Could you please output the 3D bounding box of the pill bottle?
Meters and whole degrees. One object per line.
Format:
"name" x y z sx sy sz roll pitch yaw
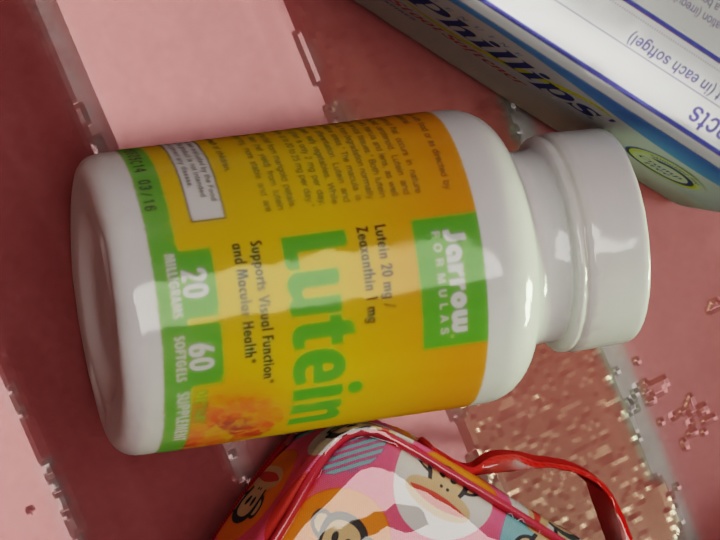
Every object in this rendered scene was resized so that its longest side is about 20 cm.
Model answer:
"pill bottle" 0.000 0.000 1.050 0.200 0.111 0.111 -8 96 -13

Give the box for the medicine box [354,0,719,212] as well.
"medicine box" 0.119 -0.151 1.086 0.182 0.103 0.200 31 84 -16

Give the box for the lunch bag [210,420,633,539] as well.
"lunch bag" 0.033 0.146 1.088 0.200 0.082 0.176 35 82 -15
